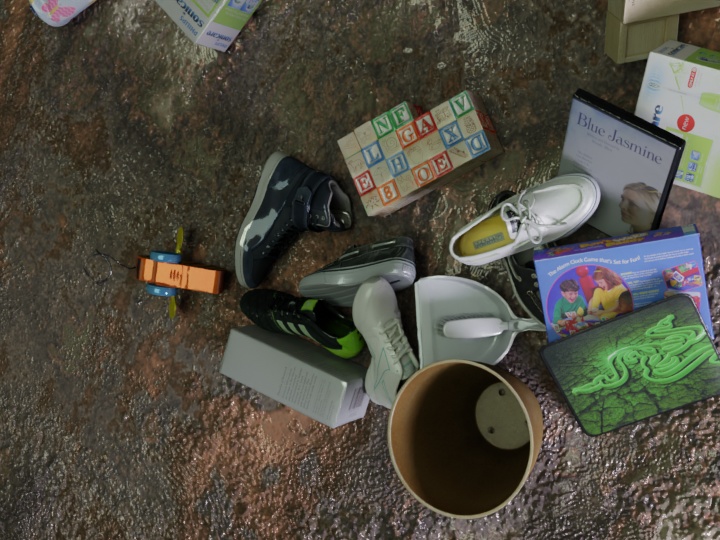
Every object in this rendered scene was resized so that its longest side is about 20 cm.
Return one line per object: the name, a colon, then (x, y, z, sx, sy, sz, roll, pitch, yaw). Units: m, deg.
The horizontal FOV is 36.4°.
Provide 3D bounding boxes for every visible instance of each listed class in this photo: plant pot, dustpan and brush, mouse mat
plant pot: (0.158, 0.196, 1.381, 0.184, 0.199, 0.189, 1, 92, 26)
dustpan and brush: (0.176, 0.073, 1.444, 0.197, 0.057, 0.142, -4, 91, -4)
mouse mat: (0.338, 0.121, 1.346, 0.198, 0.008, 0.162, -24, 116, 20)

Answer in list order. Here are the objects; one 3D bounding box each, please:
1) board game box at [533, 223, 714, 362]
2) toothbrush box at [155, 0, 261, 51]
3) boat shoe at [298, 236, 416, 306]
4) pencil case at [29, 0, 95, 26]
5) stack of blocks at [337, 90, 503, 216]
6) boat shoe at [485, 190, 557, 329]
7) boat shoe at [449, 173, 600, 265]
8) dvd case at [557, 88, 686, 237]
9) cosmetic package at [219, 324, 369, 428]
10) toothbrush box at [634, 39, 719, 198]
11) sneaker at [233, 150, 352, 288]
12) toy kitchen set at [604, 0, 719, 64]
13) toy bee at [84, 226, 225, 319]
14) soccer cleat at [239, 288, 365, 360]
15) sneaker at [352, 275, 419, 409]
board game box: (0.321, 0.029, 1.341, 0.197, 0.045, 0.136, -9, 105, 14)
toothbrush box: (-0.206, -0.448, 1.594, 0.146, 0.086, 0.200, 48, 111, 17)
boat shoe: (0.000, 0.000, 1.529, 0.198, 0.072, 0.072, -11, 55, 35)
pencil case: (-0.432, -0.467, 1.711, 0.198, 0.083, 0.091, -28, 102, 23)
stack of blocks: (0.080, -0.169, 1.486, 0.198, 0.058, 0.116, -27, 80, 24)
boat shoe: (0.225, -0.012, 1.410, 0.073, 0.060, 0.202, -23, 78, -7)
boat shoe: (0.195, -0.063, 1.343, 0.200, 0.086, 0.076, -22, 83, 23)
dvd case: (0.307, -0.115, 1.326, 0.142, 0.201, 0.018, 32, 59, 22)
cosmetic package: (-0.089, 0.146, 1.554, 0.198, 0.101, 0.072, 23, 102, 24)
toothbrush box: (0.427, -0.169, 1.284, 0.198, 0.086, 0.147, 23, 120, 25)
sneaker: (-0.095, -0.052, 1.564, 0.145, 0.077, 0.205, 23, 100, 26)
toy kitchen set: (0.361, -0.394, 1.349, 0.161, 0.181, 0.202, -11, 125, -10)
toy bee: (-0.298, -0.008, 1.663, 0.198, 0.109, 0.132, 29, 96, -3)
soccer cleat: (-0.083, 0.061, 1.550, 0.198, 0.082, 0.068, 20, 58, 17)
sneaker: (0.043, 0.101, 1.469, 0.080, 0.070, 0.203, 24, 133, 51)
